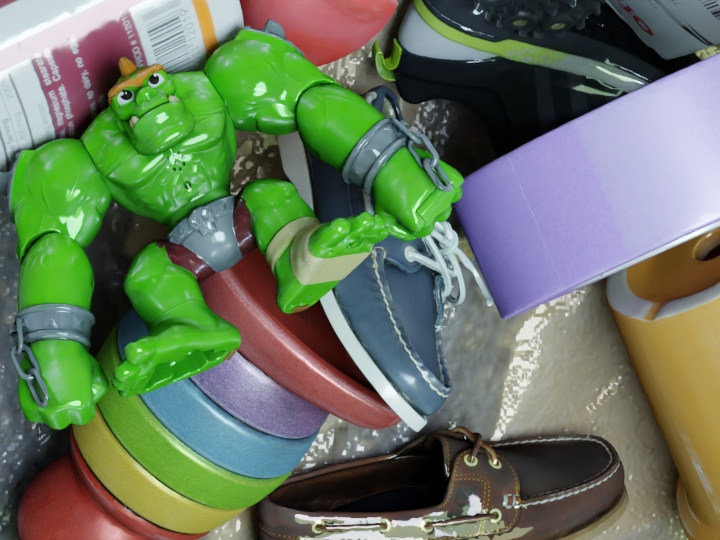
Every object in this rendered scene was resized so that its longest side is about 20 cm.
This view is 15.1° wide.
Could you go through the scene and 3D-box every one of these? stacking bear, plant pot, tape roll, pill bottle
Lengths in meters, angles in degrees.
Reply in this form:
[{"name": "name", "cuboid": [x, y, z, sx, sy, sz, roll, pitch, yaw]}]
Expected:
[{"name": "stacking bear", "cuboid": [-0.084, 0.078, 1.256, 0.113, 0.122, 0.200, 31, 116, -22]}, {"name": "plant pot", "cuboid": [0.222, 0.046, 1.354, 0.200, 0.200, 0.184, -40, 113, -8]}, {"name": "tape roll", "cuboid": [0.141, -0.047, 1.214, 0.199, 0.200, 0.066, -22, 87, -16]}, {"name": "pill bottle", "cuboid": [-0.161, -0.101, 1.181, 0.199, 0.114, 0.115, -26, 115, -14]}]

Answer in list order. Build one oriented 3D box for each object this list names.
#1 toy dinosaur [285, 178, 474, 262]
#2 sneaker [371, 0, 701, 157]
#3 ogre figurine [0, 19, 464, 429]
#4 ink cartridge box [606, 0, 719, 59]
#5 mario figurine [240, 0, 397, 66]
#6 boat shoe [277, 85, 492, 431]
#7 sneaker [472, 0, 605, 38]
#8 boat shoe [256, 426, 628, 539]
[{"name": "toy dinosaur", "cuboid": [0.000, 0.000, 1.329, 0.199, 0.058, 0.101, -29, 130, -6]}, {"name": "sneaker", "cuboid": [0.095, -0.091, 1.337, 0.199, 0.072, 0.083, 20, 118, -25]}, {"name": "ogre figurine", "cuboid": [-0.071, -0.026, 1.146, 0.200, 0.120, 0.098, -36, 160, 11]}, {"name": "ink cartridge box", "cuboid": [0.143, -0.181, 1.225, 0.084, 0.200, 0.145, -43, 96, -7]}, {"name": "mario figurine", "cuboid": [-0.017, -0.191, 1.254, 0.123, 0.106, 0.201, 17, 88, 9]}, {"name": "boat shoe", "cuboid": [0.013, -0.011, 1.212, 0.062, 0.200, 0.075, -28, 126, 9]}, {"name": "sneaker", "cuboid": [0.056, -0.179, 1.203, 0.072, 0.073, 0.200, -18, 138, 21]}, {"name": "boat shoe", "cuboid": [0.043, 0.116, 1.364, 0.199, 0.070, 0.071, -16, 116, -19]}]
